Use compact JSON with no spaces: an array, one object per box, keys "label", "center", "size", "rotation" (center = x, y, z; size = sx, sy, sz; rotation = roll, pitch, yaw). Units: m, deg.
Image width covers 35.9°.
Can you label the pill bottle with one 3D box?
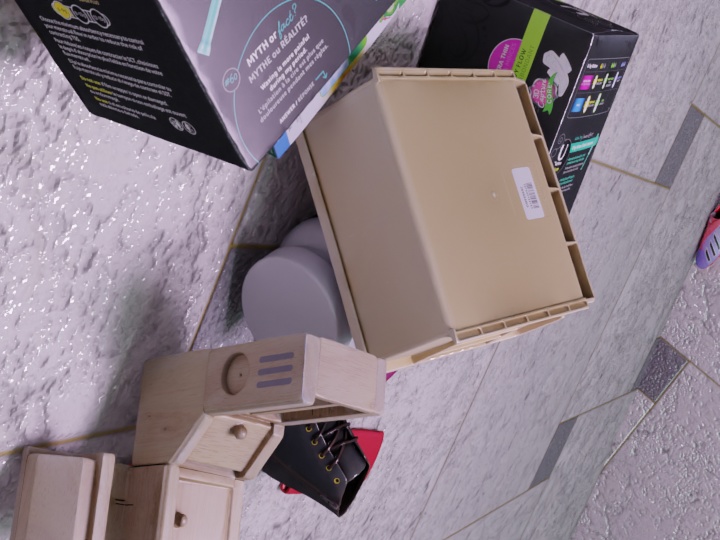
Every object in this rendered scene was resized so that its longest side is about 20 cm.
[{"label":"pill bottle","center":[0.000,0.000,0.916],"size":[0.199,0.115,0.117],"rotation":[-33,144,-49]}]

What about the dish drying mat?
[{"label":"dish drying mat","center":[-0.024,0.208,1.212],"size":[0.078,0.018,0.200],"rotation":[-64,157,1]}]

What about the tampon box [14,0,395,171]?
[{"label":"tampon box","center":[-0.085,-0.178,0.489],"size":[0.150,0.125,0.201],"rotation":[-51,140,-23]}]

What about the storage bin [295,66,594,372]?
[{"label":"storage bin","center":[0.071,-0.044,0.851],"size":[0.197,0.203,0.093],"rotation":[-9,169,-46]}]

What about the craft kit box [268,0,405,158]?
[{"label":"craft kit box","center":[-0.030,-0.209,0.722],"size":[0.198,0.048,0.201],"rotation":[-50,154,-20]}]

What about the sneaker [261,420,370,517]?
[{"label":"sneaker","center":[-0.035,0.125,0.989],"size":[0.075,0.105,0.202],"rotation":[-40,148,-40]}]

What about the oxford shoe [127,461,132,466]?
[{"label":"oxford shoe","center":[-0.169,0.246,0.885],"size":[0.071,0.072,0.203],"rotation":[-32,143,-48]}]

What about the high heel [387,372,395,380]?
[{"label":"high heel","center":[0.029,0.090,1.138],"size":[0.201,0.066,0.097],"rotation":[-57,149,-46]}]

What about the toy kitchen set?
[{"label":"toy kitchen set","center":[-0.107,0.147,0.721],"size":[0.162,0.179,0.204],"rotation":[21,66,-43]}]

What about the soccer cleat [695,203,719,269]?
[{"label":"soccer cleat","center":[0.842,-0.095,2.638],"size":[0.067,0.075,0.202],"rotation":[-103,-145,-54]}]

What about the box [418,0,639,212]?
[{"label":"box","center":[0.133,-0.143,0.995],"size":[0.124,0.147,0.203],"rotation":[-18,131,-56]}]
